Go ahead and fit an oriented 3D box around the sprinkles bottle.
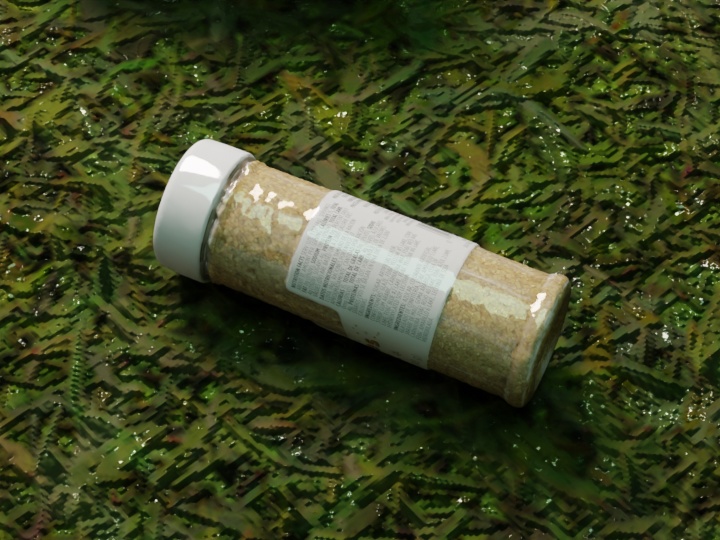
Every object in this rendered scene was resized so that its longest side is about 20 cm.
[{"bbox_3d":[0.000,0.000,0.811,0.199,0.068,0.069,21,55,12],"label":"sprinkles bottle"}]
